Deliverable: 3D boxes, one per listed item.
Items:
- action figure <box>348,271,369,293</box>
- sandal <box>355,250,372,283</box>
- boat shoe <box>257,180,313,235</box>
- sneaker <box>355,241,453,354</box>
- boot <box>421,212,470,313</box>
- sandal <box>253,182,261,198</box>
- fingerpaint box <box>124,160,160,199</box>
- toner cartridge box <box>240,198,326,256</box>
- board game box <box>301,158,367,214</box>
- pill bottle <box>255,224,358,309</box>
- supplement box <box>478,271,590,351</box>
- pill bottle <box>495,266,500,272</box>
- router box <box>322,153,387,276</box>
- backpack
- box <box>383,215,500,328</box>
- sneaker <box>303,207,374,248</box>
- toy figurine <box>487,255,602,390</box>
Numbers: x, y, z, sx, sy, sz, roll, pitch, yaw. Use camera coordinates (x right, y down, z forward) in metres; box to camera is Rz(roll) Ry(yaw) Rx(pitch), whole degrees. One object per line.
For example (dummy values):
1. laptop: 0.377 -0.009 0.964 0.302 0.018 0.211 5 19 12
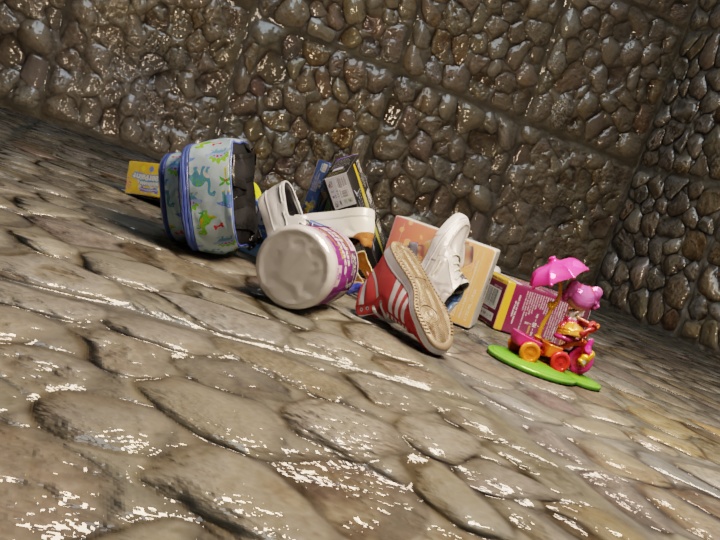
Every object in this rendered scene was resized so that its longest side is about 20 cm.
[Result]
1. action figure: 0.030 0.038 1.404 0.199 0.052 0.065 28 6 40
2. sandal: 0.004 0.001 1.522 0.210 0.070 0.077 24 8 40
3. boat shoe: -0.111 -0.068 1.397 0.072 0.068 0.201 32 28 -45
4. sneaker: 0.059 0.066 1.212 0.071 0.113 0.201 17 36 -37
5. boot: 0.156 0.001 1.447 0.095 0.201 0.073 27 -8 36
6. sandal: -0.282 -0.131 1.597 0.198 0.081 0.087 -13 11 -35
7. fingerpaint box: -0.367 -0.178 1.773 0.198 0.074 0.166 10 1 30
8. toner cartridge box: -0.146 -0.061 1.489 0.198 0.096 0.043 21 8 22
9. board game box: -0.067 -0.117 1.725 0.034 0.202 0.135 24 7 35
10. pill bottle: -0.065 -0.008 1.180 0.111 0.114 0.200 20 7 12
11. supplement box: 0.350 0.082 1.727 0.198 0.105 0.131 17 6 -15
12. pill bottle: 0.242 0.024 1.880 0.198 0.111 0.109 20 6 14
13. router box: -0.007 -0.110 1.617 0.052 0.202 0.157 -15 17 13
14. backpack: -0.237 -0.115 1.311 0.145 0.186 0.200 -4 5 -1
15. box: 0.143 0.001 1.569 0.198 0.154 0.106 19 6 13
16. sneaker: -0.066 -0.059 1.511 0.198 0.086 0.073 -7 -11 30
17. toy figurine: 0.324 0.075 1.327 0.198 0.186 0.150 18 6 -12
